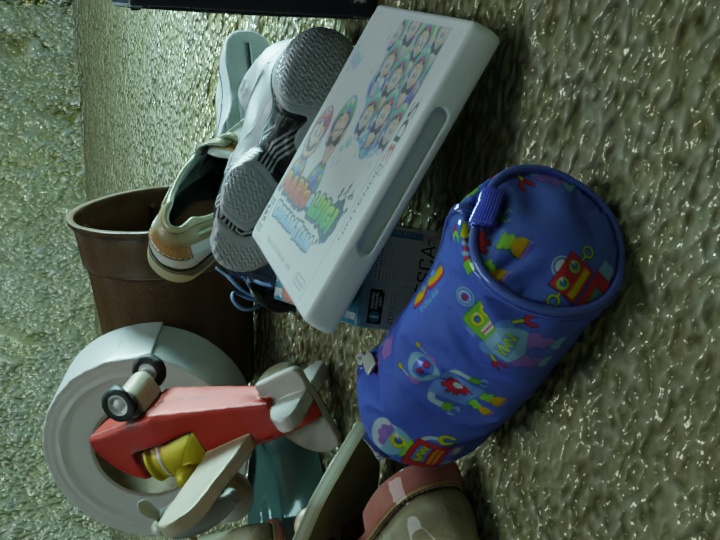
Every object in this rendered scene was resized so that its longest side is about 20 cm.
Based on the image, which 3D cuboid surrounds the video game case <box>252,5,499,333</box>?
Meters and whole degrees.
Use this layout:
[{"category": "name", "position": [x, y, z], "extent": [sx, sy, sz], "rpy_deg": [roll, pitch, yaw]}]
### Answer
[{"category": "video game case", "position": [-0.002, -0.073, 0.684], "extent": [0.183, 0.024, 0.200], "rpy_deg": [-61, 19, 7]}]

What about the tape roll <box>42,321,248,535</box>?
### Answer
[{"category": "tape roll", "position": [-0.204, 0.156, 1.095], "extent": [0.071, 0.200, 0.205], "rpy_deg": [-85, 2, -65]}]

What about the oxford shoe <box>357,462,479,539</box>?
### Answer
[{"category": "oxford shoe", "position": [0.023, 0.203, 0.703], "extent": [0.201, 0.070, 0.075], "rpy_deg": [106, 148, -46]}]

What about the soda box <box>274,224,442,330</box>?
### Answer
[{"category": "soda box", "position": [0.000, 0.000, 0.748], "extent": [0.200, 0.068, 0.064], "rpy_deg": [-171, 89, -71]}]

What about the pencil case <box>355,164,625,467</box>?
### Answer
[{"category": "pencil case", "position": [0.056, 0.031, 0.569], "extent": [0.200, 0.086, 0.079], "rpy_deg": [119, 174, -55]}]

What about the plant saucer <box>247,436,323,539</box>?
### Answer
[{"category": "plant saucer", "position": [-0.074, 0.228, 1.042], "extent": [0.200, 0.036, 0.203], "rpy_deg": [179, 90, -72]}]

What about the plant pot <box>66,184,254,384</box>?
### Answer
[{"category": "plant pot", "position": [-0.194, 0.028, 1.171], "extent": [0.200, 0.198, 0.201], "rpy_deg": [-139, 44, -65]}]

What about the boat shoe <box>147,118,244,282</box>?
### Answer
[{"category": "boat shoe", "position": [-0.107, -0.079, 0.954], "extent": [0.201, 0.074, 0.069], "rpy_deg": [-58, -6, -33]}]

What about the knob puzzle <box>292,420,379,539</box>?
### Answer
[{"category": "knob puzzle", "position": [-0.033, 0.197, 0.760], "extent": [0.219, 0.030, 0.222], "rpy_deg": [18, -90, -74]}]

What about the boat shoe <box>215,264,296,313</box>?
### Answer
[{"category": "boat shoe", "position": [-0.078, 0.005, 0.973], "extent": [0.200, 0.083, 0.070], "rpy_deg": [173, 92, -73]}]

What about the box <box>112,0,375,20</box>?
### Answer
[{"category": "box", "position": [-0.084, -0.287, 0.811], "extent": [0.104, 0.180, 0.203], "rpy_deg": [-144, 55, -67]}]

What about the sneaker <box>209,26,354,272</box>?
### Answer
[{"category": "sneaker", "position": [-0.068, -0.100, 0.901], "extent": [0.202, 0.074, 0.115], "rpy_deg": [-66, 19, 8]}]

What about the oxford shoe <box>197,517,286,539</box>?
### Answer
[{"category": "oxford shoe", "position": [-0.108, 0.258, 0.976], "extent": [0.200, 0.073, 0.072], "rpy_deg": [135, 131, -65]}]

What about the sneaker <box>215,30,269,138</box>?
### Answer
[{"category": "sneaker", "position": [-0.105, -0.132, 1.078], "extent": [0.071, 0.072, 0.202], "rpy_deg": [105, 166, -61]}]

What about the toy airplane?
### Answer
[{"category": "toy airplane", "position": [-0.108, 0.146, 0.942], "extent": [0.199, 0.198, 0.143], "rpy_deg": [23, 127, 56]}]
